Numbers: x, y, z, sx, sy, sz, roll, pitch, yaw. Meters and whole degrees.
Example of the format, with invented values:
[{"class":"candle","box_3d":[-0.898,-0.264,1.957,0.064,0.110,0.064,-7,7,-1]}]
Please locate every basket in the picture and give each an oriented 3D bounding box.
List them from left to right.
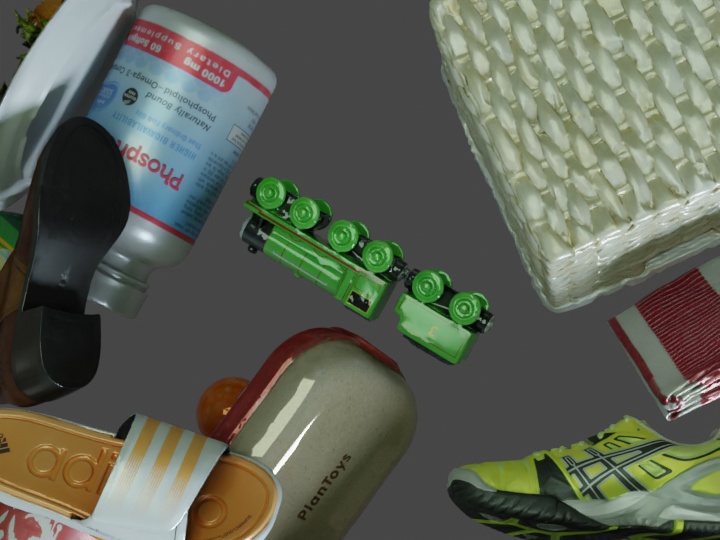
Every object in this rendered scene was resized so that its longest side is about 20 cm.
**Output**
[{"class":"basket","box_3d":[0.166,-0.104,0.971,0.197,0.161,0.201,-25,79,6]}]

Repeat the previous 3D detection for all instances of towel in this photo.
[{"class":"towel","box_3d":[0.258,0.010,0.950,0.199,0.144,0.023,-30,110,6]}]

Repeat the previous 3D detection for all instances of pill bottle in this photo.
[{"class":"pill bottle","box_3d":[-0.148,-0.073,1.057,0.108,0.109,0.201,26,87,15]}]

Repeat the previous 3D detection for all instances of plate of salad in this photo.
[{"class":"plate of salad","box_3d":[-0.210,-0.131,1.032,0.048,0.200,0.201,30,88,2]}]

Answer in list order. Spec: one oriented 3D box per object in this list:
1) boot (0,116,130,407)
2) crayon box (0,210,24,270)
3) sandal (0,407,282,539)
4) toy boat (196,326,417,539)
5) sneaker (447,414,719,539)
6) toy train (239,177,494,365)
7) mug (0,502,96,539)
[{"class":"boot","box_3d":[-0.235,0.008,1.009,0.199,0.068,0.190,-16,71,46]},{"class":"crayon box","box_3d":[-0.322,0.011,1.110,0.199,0.052,0.127,10,83,14]},{"class":"sandal","box_3d":[-0.151,0.121,0.905,0.205,0.059,0.080,12,60,6]},{"class":"toy boat","box_3d":[-0.066,0.118,1.018,0.200,0.130,0.131,-53,45,-1]},{"class":"sneaker","box_3d":[0.156,0.136,0.986,0.199,0.075,0.077,3,71,4]},{"class":"toy train","box_3d":[0.000,0.000,1.051,0.199,0.042,0.057,30,99,15]},{"class":"mug","box_3d":[-0.212,0.227,0.991,0.177,0.133,0.201,31,97,21]}]
